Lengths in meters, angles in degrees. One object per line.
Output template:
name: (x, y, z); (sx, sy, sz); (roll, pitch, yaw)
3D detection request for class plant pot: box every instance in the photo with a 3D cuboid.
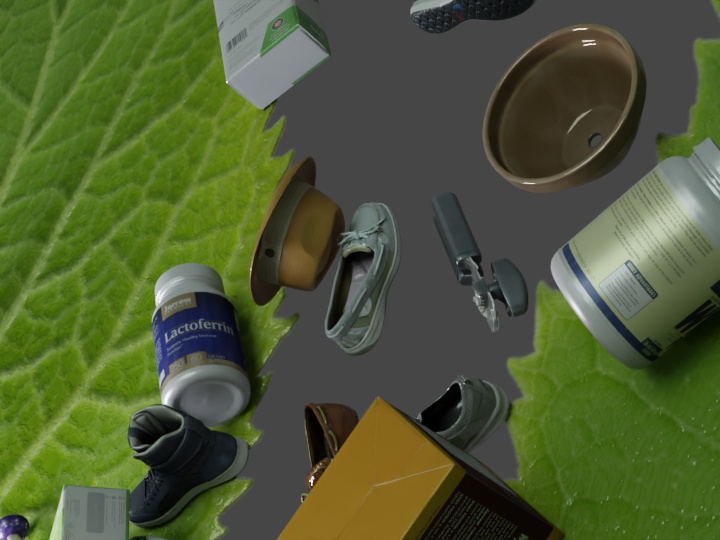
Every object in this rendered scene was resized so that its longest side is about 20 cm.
plant pot: (0.241, -0.165, 1.505); (0.199, 0.092, 0.203); (-24, 49, 31)

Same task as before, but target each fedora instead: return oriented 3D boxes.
fedora: (-0.071, -0.039, 1.699); (0.081, 0.201, 0.203); (21, 77, 11)

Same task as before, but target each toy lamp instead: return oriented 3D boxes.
toy lamp: (-0.460, 0.421, 1.829); (0.058, 0.058, 0.201); (-43, 43, 13)

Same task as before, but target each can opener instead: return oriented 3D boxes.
can opener: (0.139, -0.014, 1.552); (0.066, 0.054, 0.201); (-15, 47, -4)

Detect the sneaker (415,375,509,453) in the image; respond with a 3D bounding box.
sneaker: (0.068, 0.189, 1.451); (0.201, 0.082, 0.075); (-52, 41, 4)

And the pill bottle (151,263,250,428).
pill bottle: (-0.212, 0.094, 1.756); (0.115, 0.115, 0.202); (-36, 45, 21)

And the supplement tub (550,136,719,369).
supplement tub: (0.300, -0.017, 1.314); (0.200, 0.145, 0.146); (-41, 43, 16)

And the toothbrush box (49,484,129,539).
toothbrush box: (-0.339, 0.376, 1.651); (0.201, 0.085, 0.147); (118, 154, -47)

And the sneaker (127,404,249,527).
sneaker: (-0.259, 0.242, 1.686); (0.201, 0.146, 0.078); (-35, 46, 24)

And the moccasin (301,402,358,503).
moccasin: (-0.033, 0.234, 1.511); (0.074, 0.077, 0.204); (-50, 35, 45)

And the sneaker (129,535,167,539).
sneaker: (-0.228, 0.386, 1.613); (0.198, 0.075, 0.116); (-4, 60, 39)

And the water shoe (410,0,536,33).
water shoe: (0.146, -0.367, 1.744); (0.198, 0.071, 0.080); (-4, 60, 42)

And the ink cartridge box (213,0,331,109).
ink cartridge box: (-0.134, -0.365, 2.001); (0.145, 0.084, 0.202); (-33, 45, 23)

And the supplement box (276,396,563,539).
supplement box: (0.054, 0.271, 1.321); (0.198, 0.199, 0.133); (-54, 41, 1)

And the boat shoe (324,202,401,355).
boat shoe: (-0.001, 0.001, 1.652); (0.074, 0.065, 0.205); (-9, 58, 39)
